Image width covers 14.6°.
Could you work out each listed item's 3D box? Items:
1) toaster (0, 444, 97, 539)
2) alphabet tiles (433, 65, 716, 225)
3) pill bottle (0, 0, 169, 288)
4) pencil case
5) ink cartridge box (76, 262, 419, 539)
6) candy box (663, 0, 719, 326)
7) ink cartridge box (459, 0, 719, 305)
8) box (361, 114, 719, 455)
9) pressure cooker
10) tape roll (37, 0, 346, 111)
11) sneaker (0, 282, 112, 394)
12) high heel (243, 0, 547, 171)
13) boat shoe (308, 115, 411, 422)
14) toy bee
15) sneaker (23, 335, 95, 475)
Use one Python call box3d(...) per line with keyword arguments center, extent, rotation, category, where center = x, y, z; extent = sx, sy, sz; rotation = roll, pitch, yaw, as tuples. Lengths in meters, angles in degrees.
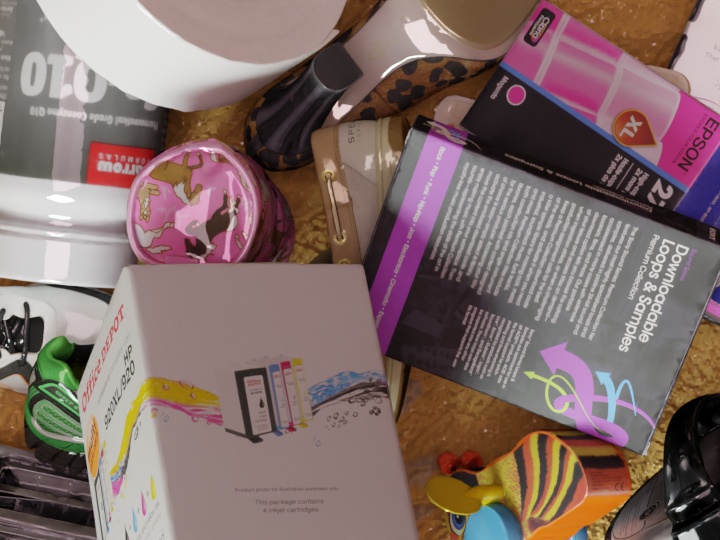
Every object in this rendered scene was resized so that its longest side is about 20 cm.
box3d(center=(-0.192, 0.206, 1.693), extent=(0.199, 0.181, 0.119), rotation=(12, 114, 2), category="toaster")
box3d(center=(0.122, -0.040, 1.721), extent=(0.199, 0.015, 0.196), rotation=(17, 90, 27), category="alphabet tiles")
box3d(center=(-0.174, -0.093, 1.726), extent=(0.113, 0.114, 0.201), rotation=(6, 92, 2), category="pill bottle")
box3d(center=(-0.088, -0.028, 1.680), extent=(0.083, 0.200, 0.087), rotation=(-28, 84, 2), category="pencil case")
box3d(center=(-0.067, 0.115, 1.581), extent=(0.144, 0.147, 0.201), rotation=(1, 57, -20), category="ink cartridge box")
box3d(center=(0.237, -0.069, 1.736), extent=(0.136, 0.061, 0.201), rotation=(25, 93, 4), category="candy box")
box3d(center=(0.161, -0.072, 1.682), extent=(0.200, 0.037, 0.095), rotation=(36, 96, 25), category="ink cartridge box")
box3d(center=(0.101, 0.009, 1.648), extent=(0.199, 0.036, 0.143), rotation=(22, 113, 2), category="box")
box3d(center=(0.245, 0.168, 1.679), extent=(0.179, 0.176, 0.200), rotation=(-39, 101, -21), category="pressure cooker")
box3d(center=(-0.103, -0.198, 1.660), extent=(0.071, 0.202, 0.203), rotation=(-30, 91, 44), category="tape roll")
box3d(center=(-0.239, 0.042, 1.751), extent=(0.199, 0.080, 0.074), rotation=(0, 90, 1), category="sneaker")
box3d(center=(0.019, -0.126, 1.756), extent=(0.200, 0.143, 0.072), rotation=(-24, 80, -31), category="high heel")
box3d(center=(0.000, 0.000, 1.719), extent=(0.066, 0.074, 0.201), rotation=(2, 111, 6), category="boat shoe")
box3d(center=(0.082, 0.144, 1.723), extent=(0.200, 0.131, 0.109), rotation=(-38, 57, 26), category="toy bee")
box3d(center=(-0.107, 0.079, 1.725), extent=(0.199, 0.078, 0.085), rotation=(-2, 134, -8), category="sneaker")
